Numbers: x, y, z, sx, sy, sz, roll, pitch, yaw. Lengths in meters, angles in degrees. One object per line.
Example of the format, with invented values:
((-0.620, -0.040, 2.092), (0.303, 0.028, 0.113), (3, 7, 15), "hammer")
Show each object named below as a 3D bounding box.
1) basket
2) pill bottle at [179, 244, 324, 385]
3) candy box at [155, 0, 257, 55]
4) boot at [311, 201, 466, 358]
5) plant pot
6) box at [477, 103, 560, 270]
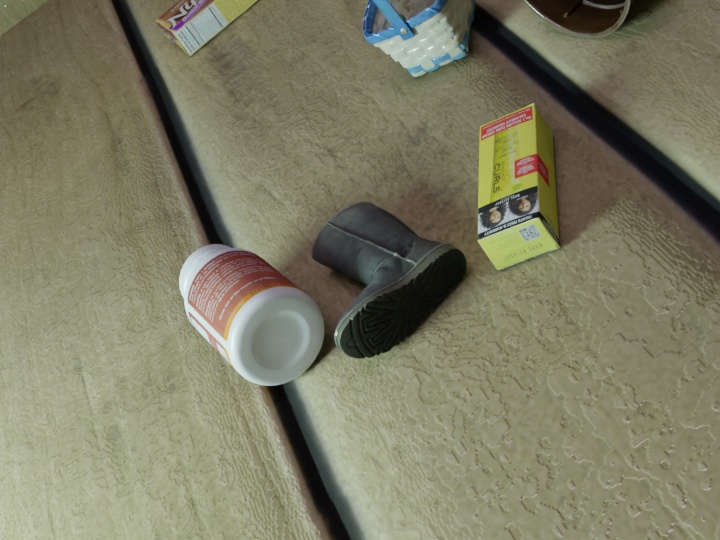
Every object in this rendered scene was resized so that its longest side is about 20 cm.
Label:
((0.061, -0.367, 1.592), (0.139, 0.200, 0.177), (-16, 38, 28), "basket")
((-0.130, 0.041, 1.358), (0.112, 0.112, 0.200), (-42, 34, -8), "pill bottle")
((-0.257, -0.472, 2.144), (0.200, 0.057, 0.117), (-39, 34, -5), "candy box")
((0.000, 0.002, 1.324), (0.182, 0.073, 0.200), (-34, 38, -21), "boot")
((0.299, -0.420, 1.463), (0.198, 0.201, 0.200), (-43, 33, -23), "plant pot")
((0.168, -0.093, 1.302), (0.075, 0.050, 0.200), (-21, 37, 25), "box")
